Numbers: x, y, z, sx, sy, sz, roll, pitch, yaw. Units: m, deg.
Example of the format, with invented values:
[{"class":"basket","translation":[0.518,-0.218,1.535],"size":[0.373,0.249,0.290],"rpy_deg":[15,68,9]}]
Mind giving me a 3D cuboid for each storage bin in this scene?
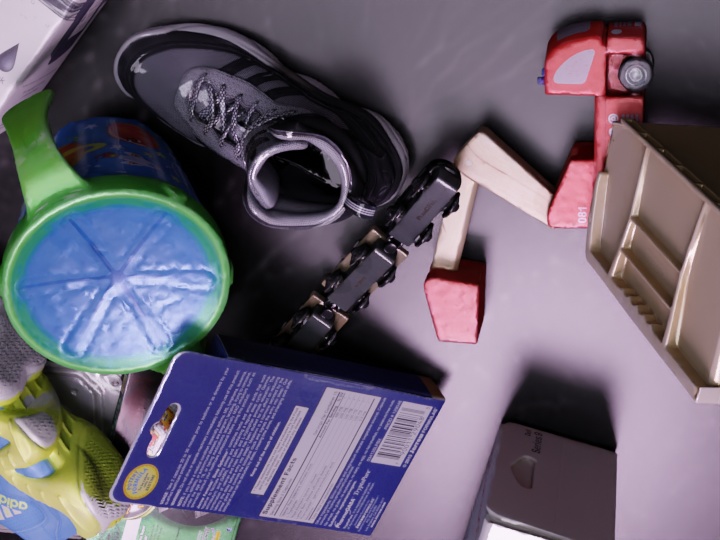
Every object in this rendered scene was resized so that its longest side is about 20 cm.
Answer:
[{"class":"storage bin","translation":[0.248,-0.011,0.814],"size":[0.200,0.199,0.094],"rpy_deg":[2,112,-11]}]

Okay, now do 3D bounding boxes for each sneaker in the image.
[{"class":"sneaker","translation":[-0.068,-0.088,0.916],"size":[0.200,0.114,0.076],"rpy_deg":[25,111,1]},{"class":"sneaker","translation":[-0.242,0.104,0.994],"size":[0.105,0.076,0.200],"rpy_deg":[-38,85,30]}]

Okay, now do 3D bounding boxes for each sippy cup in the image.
[{"class":"sippy cup","translation":[-0.155,-0.026,0.933],"size":[0.140,0.130,0.178],"rpy_deg":[2,123,-15]}]

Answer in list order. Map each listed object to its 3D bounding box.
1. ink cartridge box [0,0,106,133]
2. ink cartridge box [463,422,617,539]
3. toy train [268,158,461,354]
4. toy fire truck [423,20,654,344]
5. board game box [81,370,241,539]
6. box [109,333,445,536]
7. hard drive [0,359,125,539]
[{"class":"ink cartridge box","translation":[-0.228,-0.200,0.922],"size":[0.145,0.084,0.200],"rpy_deg":[39,111,-5]},{"class":"ink cartridge box","translation":[0.100,0.221,0.974],"size":[0.087,0.145,0.200],"rpy_deg":[14,110,5]},{"class":"toy train","translation":[0.000,0.000,0.955],"size":[0.034,0.046,0.200],"rpy_deg":[35,124,-11]},{"class":"toy fire truck","translation":[0.110,-0.054,0.931],"size":[0.141,0.049,0.200],"rpy_deg":[1,108,11]},{"class":"board game box","translation":[-0.131,0.155,1.034],"size":[0.105,0.023,0.200],"rpy_deg":[13,106,-17]},{"class":"box","translation":[-0.055,0.108,0.971],"size":[0.200,0.032,0.121],"rpy_deg":[13,115,-32]},{"class":"hard drive","translation":[-0.256,0.118,1.062],"size":[0.200,0.038,0.140],"rpy_deg":[4,110,8]}]
